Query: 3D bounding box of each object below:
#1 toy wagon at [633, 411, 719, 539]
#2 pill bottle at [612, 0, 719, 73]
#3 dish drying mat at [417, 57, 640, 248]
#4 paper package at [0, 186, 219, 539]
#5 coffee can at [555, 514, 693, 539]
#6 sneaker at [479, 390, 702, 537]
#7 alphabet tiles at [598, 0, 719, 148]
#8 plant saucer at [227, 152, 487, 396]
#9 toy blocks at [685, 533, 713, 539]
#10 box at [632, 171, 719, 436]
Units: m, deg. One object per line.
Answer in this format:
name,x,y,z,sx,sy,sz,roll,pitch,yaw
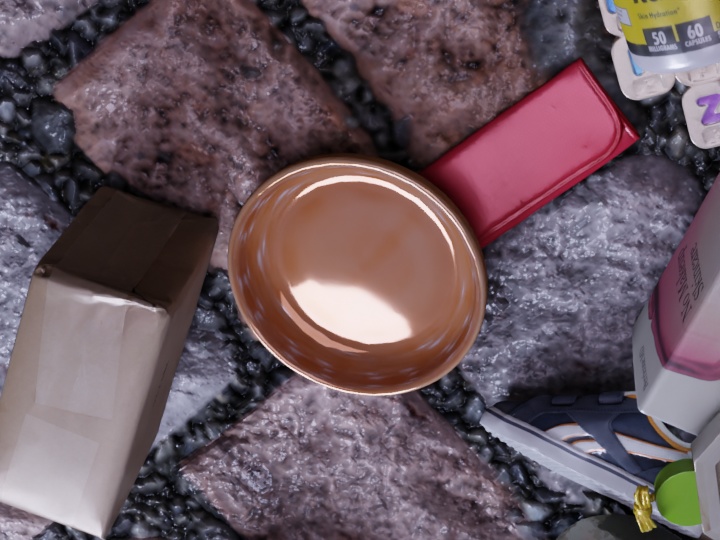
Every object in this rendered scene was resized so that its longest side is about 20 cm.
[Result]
toy wagon,0.288,0.143,1.363,0.199,0.040,0.156,-9,118,7
pill bottle,0.204,-0.241,1.290,0.111,0.111,0.201,-17,110,14
dish drying mat,0.104,-0.069,1.444,0.200,0.018,0.077,-35,104,20
paper package,-0.190,0.063,1.444,0.103,0.191,0.201,19,114,1
coffee can,0.188,0.309,1.498,0.146,0.147,0.200,15,126,1
sneaker,0.186,0.127,1.471,0.200,0.078,0.080,23,81,34
alphabet tiles,0.271,-0.188,1.373,0.199,0.015,0.196,-13,111,13
plant saucer,0.000,0.000,1.463,0.199,0.037,0.201,7,119,13
toy blocks,0.313,0.171,1.468,0.137,0.100,0.200,36,141,-9
box,0.285,0.013,1.389,0.109,0.128,0.200,23,117,-6
